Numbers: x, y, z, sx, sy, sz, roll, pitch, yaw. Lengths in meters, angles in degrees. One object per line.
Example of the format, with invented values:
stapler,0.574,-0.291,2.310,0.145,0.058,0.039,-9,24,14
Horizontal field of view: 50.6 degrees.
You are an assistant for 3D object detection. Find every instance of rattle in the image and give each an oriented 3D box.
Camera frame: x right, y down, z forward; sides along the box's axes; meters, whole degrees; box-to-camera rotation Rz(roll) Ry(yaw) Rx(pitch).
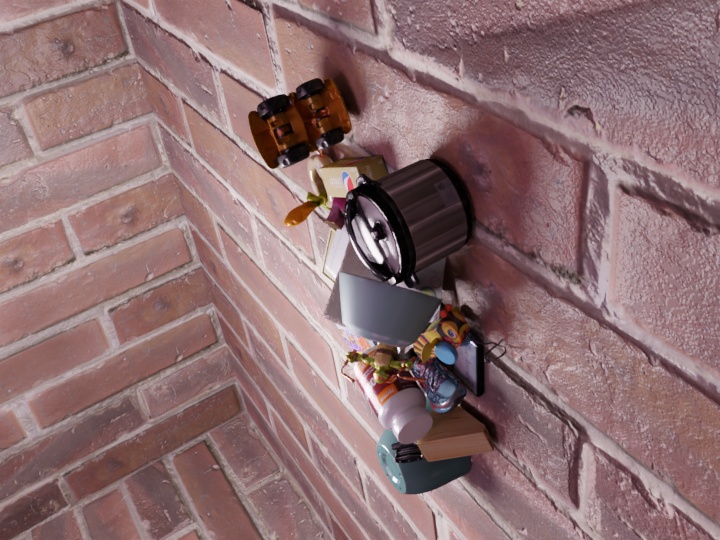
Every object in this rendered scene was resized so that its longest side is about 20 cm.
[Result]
rattle,-0.122,-0.213,1.723,0.201,0.140,0.132,88,168,-58

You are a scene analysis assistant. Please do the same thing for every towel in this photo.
towel,0.011,0.028,1.570,0.130,0.204,0.034,21,-175,11

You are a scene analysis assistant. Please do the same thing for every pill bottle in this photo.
pill bottle,0.071,0.264,1.625,0.114,0.111,0.201,86,157,-44

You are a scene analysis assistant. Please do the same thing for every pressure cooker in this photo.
pressure cooker,0.070,-0.083,1.308,0.176,0.198,0.181,42,150,42

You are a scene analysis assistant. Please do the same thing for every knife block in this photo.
knife block,0.160,0.363,1.607,0.199,0.175,0.064,30,157,55

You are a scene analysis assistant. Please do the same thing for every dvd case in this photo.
dvd case,0.182,0.148,1.546,0.200,0.017,0.145,43,149,45

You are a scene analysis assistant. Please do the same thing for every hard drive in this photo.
hard drive,0.000,0.000,1.691,0.200,0.026,0.134,46,129,34

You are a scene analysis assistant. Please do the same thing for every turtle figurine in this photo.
turtle figurine,0.062,0.169,1.587,0.196,0.164,0.064,1,155,31

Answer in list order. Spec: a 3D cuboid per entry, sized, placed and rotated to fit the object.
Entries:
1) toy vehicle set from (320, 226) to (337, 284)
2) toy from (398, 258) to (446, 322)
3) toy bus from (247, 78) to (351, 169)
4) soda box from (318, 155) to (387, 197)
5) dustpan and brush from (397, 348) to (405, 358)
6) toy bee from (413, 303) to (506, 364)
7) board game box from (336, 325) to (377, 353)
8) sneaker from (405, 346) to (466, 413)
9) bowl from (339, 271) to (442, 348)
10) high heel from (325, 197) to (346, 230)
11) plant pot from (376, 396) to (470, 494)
toy vehicle set,-0.013,-0.001,1.748,0.199,0.026,0.126,38,125,38
toy,0.118,0.041,1.512,0.114,0.047,0.204,19,117,29
toy bus,-0.108,-0.305,1.585,0.192,0.197,0.138,-44,-68,-75
soda box,-0.014,-0.193,1.578,0.199,0.063,0.069,14,127,63
dustpan and brush,0.093,0.139,1.690,0.139,0.056,0.203,25,135,59
toy bee,0.166,0.109,1.418,0.197,0.131,0.110,-21,112,31
board game box,0.021,0.181,1.907,0.136,0.044,0.199,60,161,-11
sneaker,0.143,0.220,1.569,0.096,0.079,0.200,49,176,-25
bowl,0.042,0.077,1.406,0.200,0.198,0.107,14,88,63
high heel,0.013,-0.124,1.628,0.197,0.097,0.067,19,166,34
plant pot,0.133,0.420,1.768,0.201,0.159,0.203,50,155,34
